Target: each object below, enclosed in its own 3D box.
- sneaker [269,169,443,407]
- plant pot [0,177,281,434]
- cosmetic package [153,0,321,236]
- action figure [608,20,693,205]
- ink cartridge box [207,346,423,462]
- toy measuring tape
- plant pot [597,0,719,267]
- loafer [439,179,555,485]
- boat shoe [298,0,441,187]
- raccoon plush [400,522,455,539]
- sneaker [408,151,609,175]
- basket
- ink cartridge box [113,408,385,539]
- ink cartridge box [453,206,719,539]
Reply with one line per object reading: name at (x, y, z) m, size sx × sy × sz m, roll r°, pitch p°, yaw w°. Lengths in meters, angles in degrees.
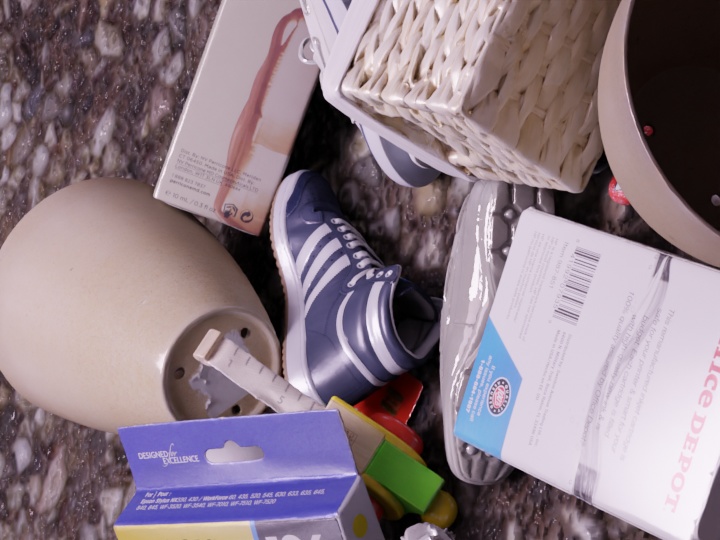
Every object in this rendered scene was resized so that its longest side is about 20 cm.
sneaker at (0.000, 0.000, 1.292) m, size 0.108 × 0.070 × 0.201 m, roll -28°, pitch 49°, yaw 29°
plant pot at (-0.142, 0.044, 1.335) m, size 0.200 × 0.187 × 0.188 m, roll 23°, pitch 96°, yaw 55°
cosmetic package at (-0.078, -0.137, 1.383) m, size 0.103 × 0.087 × 0.201 m, roll -101°, pitch 31°, yaw -80°
action figure at (0.197, -0.129, 1.104) m, size 0.201 × 0.065 × 0.052 m, roll -63°, pitch 31°, yaw 12°
ink cartridge box at (-0.053, 0.134, 1.328) m, size 0.162 × 0.057 × 0.201 m, roll 36°, pitch 111°, yaw 49°
toy measuring tape at (-0.023, 0.109, 1.227) m, size 0.199 × 0.074 × 0.074 m, roll 33°, pitch 109°, yaw 3°
plant pot at (0.208, -0.083, 1.005) m, size 0.134 × 0.199 × 0.202 m, roll 139°, pitch 136°, yaw -71°
loafer at (0.084, 0.034, 1.189) m, size 0.070 × 0.069 × 0.201 m, roll -163°, pitch 82°, yaw -74°
boat shoe at (-0.005, -0.150, 1.274) m, size 0.075 × 0.203 × 0.086 m, roll -38°, pitch 29°, yaw -25°
raccoon plush at (0.066, 0.250, 1.061) m, size 0.097 × 0.200 × 0.134 m, roll -34°, pitch 49°, yaw 5°
sneaker at (0.106, -0.095, 1.192) m, size 0.200 × 0.071 × 0.100 m, roll -33°, pitch 50°, yaw 34°
basket at (0.091, -0.155, 1.087) m, size 0.123 × 0.135 × 0.201 m, roll 21°, pitch 85°, yaw 49°
ink cartridge box at (-0.067, 0.194, 1.224) m, size 0.197 × 0.047 × 0.201 m, roll -8°, pitch 110°, yaw 38°
ink cartridge box at (0.163, 0.062, 1.069) m, size 0.200 × 0.083 × 0.146 m, roll 22°, pitch 95°, yaw 50°
